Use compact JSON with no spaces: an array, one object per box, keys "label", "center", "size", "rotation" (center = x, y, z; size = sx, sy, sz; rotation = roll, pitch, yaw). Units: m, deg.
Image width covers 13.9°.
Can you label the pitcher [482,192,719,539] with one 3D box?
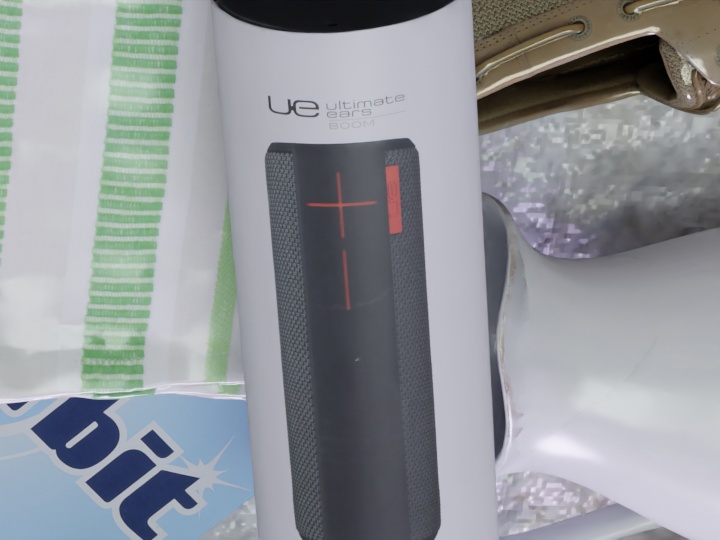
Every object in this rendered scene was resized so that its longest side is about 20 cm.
[{"label":"pitcher","center":[0.117,0.056,1.042],"size":[0.199,0.121,0.172],"rotation":[6,138,-16]}]

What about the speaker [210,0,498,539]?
[{"label":"speaker","center":[0.000,0.000,0.926],"size":[0.081,0.081,0.201],"rotation":[-8,116,-9]}]

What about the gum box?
[{"label":"gum box","center":[-0.107,0.028,1.006],"size":[0.200,0.045,0.170],"rotation":[-38,118,8]}]

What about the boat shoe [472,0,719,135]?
[{"label":"boat shoe","center":[0.108,-0.081,0.976],"size":[0.199,0.065,0.071],"rotation":[-10,158,-1]}]

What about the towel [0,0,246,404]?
[{"label":"towel","center":[-0.089,-0.022,0.946],"size":[0.199,0.023,0.153],"rotation":[0,115,-15]}]
